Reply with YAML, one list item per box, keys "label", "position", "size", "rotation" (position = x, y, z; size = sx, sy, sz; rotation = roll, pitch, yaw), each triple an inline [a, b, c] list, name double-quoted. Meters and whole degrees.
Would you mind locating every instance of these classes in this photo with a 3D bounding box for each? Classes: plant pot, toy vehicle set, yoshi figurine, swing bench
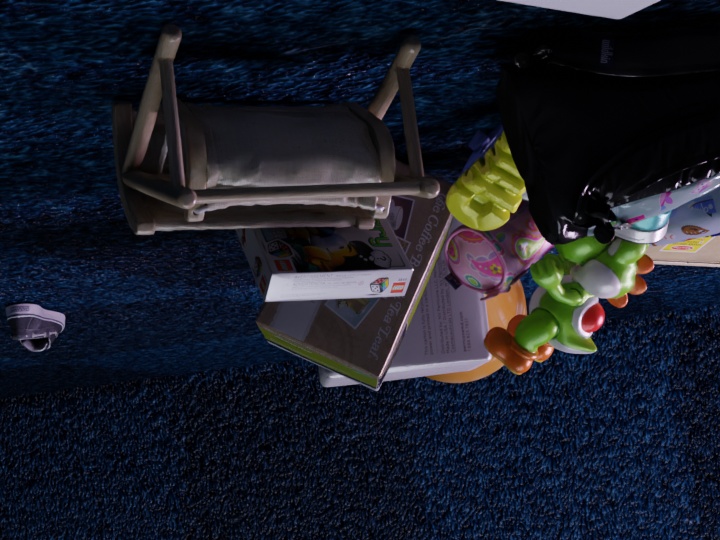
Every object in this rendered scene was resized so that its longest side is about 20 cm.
- label: "plant pot"
  position: [0.125, 0.030, 1.803]
  size: [0.200, 0.201, 0.183]
  rotation: [-7, 155, 6]
- label: "toy vehicle set"
  position: [0.380, -0.049, 1.502]
  size: [0.200, 0.027, 0.124]
  rotation: [3, 149, -30]
- label: "yoshi figurine"
  position: [0.203, 0.006, 1.329]
  size: [0.112, 0.113, 0.200]
  rotation: [22, 126, -28]
- label: "swing bench"
  position: [-0.073, -0.093, 1.017]
  size: [0.198, 0.130, 0.200]
  rotation: [-3, 171, -21]

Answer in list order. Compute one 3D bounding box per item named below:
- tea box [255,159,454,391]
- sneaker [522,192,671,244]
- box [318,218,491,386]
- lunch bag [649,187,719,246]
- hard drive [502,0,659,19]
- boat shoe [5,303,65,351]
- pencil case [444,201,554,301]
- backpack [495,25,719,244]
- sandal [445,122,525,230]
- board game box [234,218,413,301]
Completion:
- label: "tea box"
  position: [0.000, 0.000, 1.320]
  size: [0.133, 0.200, 0.197]
  rotation: [24, 171, 3]
- label: "sneaker"
  position: [0.207, -0.113, 1.244]
  size: [0.200, 0.121, 0.084]
  rotation: [24, -136, 16]
- label: "box"
  position: [0.042, 0.029, 1.586]
  size: [0.199, 0.200, 0.171]
  rotation: [-5, 172, -5]
- label: "lunch bag"
  position: [0.376, -0.099, 1.317]
  size: [0.200, 0.124, 0.170]
  rotation: [-17, 180, -38]
- label: "hard drive"
  position: [0.129, -0.198, 0.813]
  size: [0.200, 0.026, 0.132]
  rotation: [1, 169, -34]
- label: "boat shoe"
  position: [-0.527, 0.099, 2.148]
  size: [0.072, 0.068, 0.200]
  rotation: [-5, 171, -1]
- label: "pencil case"
  position: [0.175, -0.046, 1.387]
  size: [0.200, 0.088, 0.087]
  rotation: [-34, -169, -37]
- label: "backpack"
  position: [0.219, -0.117, 1.040]
  size: [0.199, 0.167, 0.127]
  rotation: [-17, 178, -6]
- label: "sandal"
  position: [0.151, -0.121, 1.181]
  size: [0.079, 0.087, 0.200]
  rotation: [35, 135, -21]
- label: "board game box"
  position: [-0.049, -0.053, 1.132]
  size: [0.126, 0.200, 0.035]
  rotation: [-2, 133, -25]
